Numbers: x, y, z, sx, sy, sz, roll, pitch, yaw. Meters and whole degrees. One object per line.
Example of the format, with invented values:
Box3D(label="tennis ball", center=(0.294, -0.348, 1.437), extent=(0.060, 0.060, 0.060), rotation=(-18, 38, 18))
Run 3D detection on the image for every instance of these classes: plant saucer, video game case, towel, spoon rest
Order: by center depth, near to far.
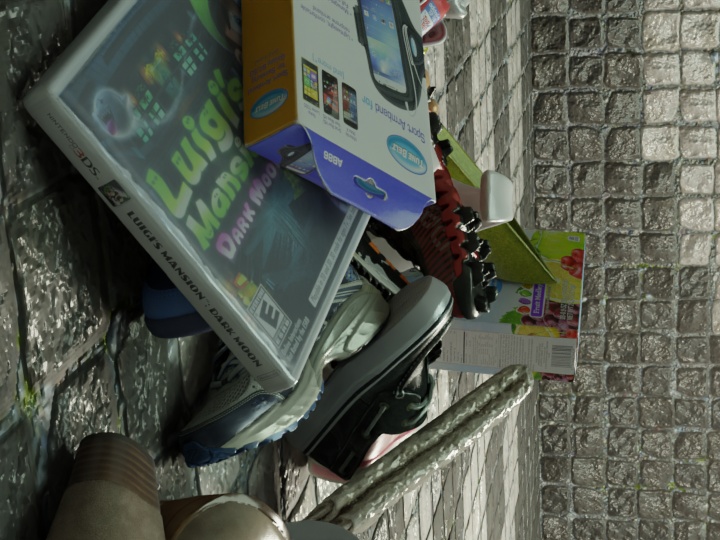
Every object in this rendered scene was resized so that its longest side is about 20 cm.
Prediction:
Box3D(label="video game case", center=(-0.059, -0.071, 0.628), extent=(0.182, 0.023, 0.201), rotation=(52, 38, -24))
Box3D(label="towel", center=(0.035, 0.143, 0.905), extent=(0.199, 0.035, 0.133), rotation=(-32, 170, -31))
Box3D(label="spoon rest", center=(0.058, -0.049, 1.044), extent=(0.060, 0.199, 0.101), rotation=(5, 85, -37))
Box3D(label="plant saucer", center=(0.086, -0.084, 1.185), extent=(0.200, 0.048, 0.200), rotation=(46, 12, -32))

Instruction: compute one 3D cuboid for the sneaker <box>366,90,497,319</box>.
Box3D(label="sneaker", center=(0.037, -0.042, 0.940), extent=(0.071, 0.097, 0.202), rotation=(55, 14, -60))

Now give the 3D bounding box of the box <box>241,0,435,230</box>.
Box3D(label="box", center=(-0.012, -0.118, 0.668), extent=(0.119, 0.041, 0.202), rotation=(25, 56, -47))

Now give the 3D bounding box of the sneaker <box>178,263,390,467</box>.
Box3D(label="sneaker", center=(-0.061, 0.043, 0.758), extent=(0.086, 0.077, 0.200), rotation=(57, 36, -12))

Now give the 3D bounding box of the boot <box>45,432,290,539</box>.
Box3D(label="boot", center=(-0.088, 0.172, 0.584), extent=(0.200, 0.070, 0.148), rotation=(45, 33, -49))

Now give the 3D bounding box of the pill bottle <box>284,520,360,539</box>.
Box3D(label="pill bottle", center=(-0.028, 0.265, 0.792), extent=(0.116, 0.114, 0.202), rotation=(-70, 156, -55))

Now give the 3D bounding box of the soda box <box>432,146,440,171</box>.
Box3D(label="soda box", center=(-0.015, -0.128, 0.825), extent=(0.063, 0.068, 0.201), rotation=(-44, 138, -17))

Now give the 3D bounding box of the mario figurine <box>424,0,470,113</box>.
Box3D(label="mario figurine", center=(0.038, -0.179, 1.072), extent=(0.124, 0.105, 0.202), rotation=(92, 0, -62))

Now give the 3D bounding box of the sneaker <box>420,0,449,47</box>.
Box3D(label="sneaker", center=(0.007, -0.154, 0.930), extent=(0.071, 0.111, 0.202), rotation=(56, 37, -67))

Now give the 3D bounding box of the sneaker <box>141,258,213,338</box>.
Box3D(label="sneaker", center=(-0.076, -0.040, 0.677), extent=(0.201, 0.073, 0.083), rotation=(-72, 149, -53))

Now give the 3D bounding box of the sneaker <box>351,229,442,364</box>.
Box3D(label="sneaker", center=(0.000, 0.000, 0.915), extent=(0.200, 0.069, 0.091), rotation=(44, 29, -45))

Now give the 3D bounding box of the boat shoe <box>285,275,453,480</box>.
Box3D(label="boat shoe", center=(0.020, 0.078, 0.866), extent=(0.200, 0.071, 0.072), rotation=(-51, -178, 46))

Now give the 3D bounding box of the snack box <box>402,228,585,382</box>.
Box3D(label="snack box", center=(0.115, 0.025, 1.211), extent=(0.169, 0.197, 0.068), rotation=(-72, 162, -55))

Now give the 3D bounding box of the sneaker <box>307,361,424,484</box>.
Box3D(label="sneaker", center=(0.011, 0.095, 1.036), extent=(0.200, 0.074, 0.106), rotation=(-33, 127, -70))
